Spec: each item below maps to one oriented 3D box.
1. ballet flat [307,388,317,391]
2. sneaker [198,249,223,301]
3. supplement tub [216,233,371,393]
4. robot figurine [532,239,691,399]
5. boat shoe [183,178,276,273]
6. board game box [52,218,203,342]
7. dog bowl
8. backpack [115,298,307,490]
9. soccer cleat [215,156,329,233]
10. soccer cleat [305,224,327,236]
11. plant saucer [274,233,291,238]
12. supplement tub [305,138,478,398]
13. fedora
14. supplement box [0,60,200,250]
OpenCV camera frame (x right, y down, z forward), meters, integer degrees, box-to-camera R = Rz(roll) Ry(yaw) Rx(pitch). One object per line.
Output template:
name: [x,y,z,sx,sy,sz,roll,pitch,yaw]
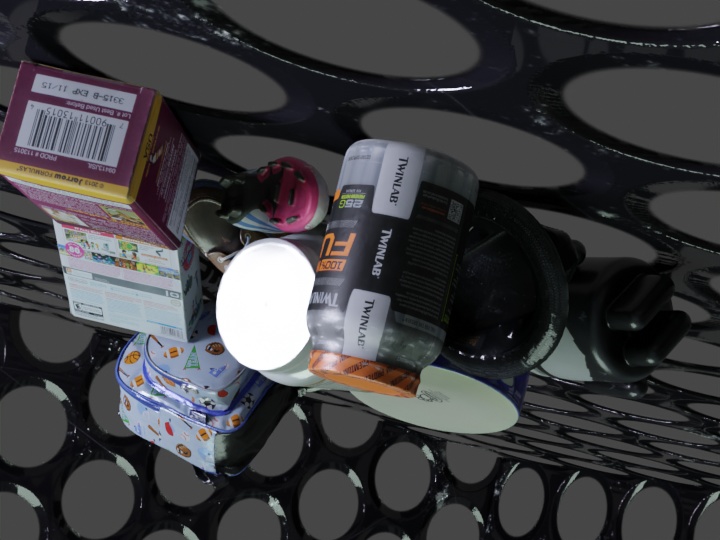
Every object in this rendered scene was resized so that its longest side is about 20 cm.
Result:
ballet flat: [-0.022,0.112,1.803,0.198,0.070,0.069,-18,158,19]
sneaker: [-0.188,-0.005,1.764,0.115,0.076,0.200,13,161,34]
supplement tub: [-0.032,0.042,1.450,0.143,0.146,0.199,7,177,35]
robot figurine: [0.228,0.050,1.481,0.124,0.152,0.199,5,177,-37]
boat shoe: [-0.121,-0.025,1.547,0.200,0.072,0.073,38,-168,-48]
board game box: [-0.251,-0.026,1.617,0.146,0.065,0.201,12,136,11]
dog bowl: [0.084,0.103,1.612,0.198,0.080,0.201,13,156,6]
backpack: [-0.186,0.127,1.713,0.189,0.156,0.200,12,-146,24]
soccer cleat: [-0.065,-0.070,1.430,0.086,0.071,0.199,7,179,-30]
soccer cleat: [0.000,0.000,1.660,0.086,0.070,0.200,29,173,44]
plant saucer: [-0.135,-0.045,1.733,0.198,0.033,0.200,14,170,3]
supplement tub: [0.024,0.000,1.273,0.121,0.202,0.123,13,169,2]
fedora: [0.132,0.002,1.387,0.199,0.203,0.091,4,-160,45]
supplement box: [-0.232,-0.100,1.355,0.129,0.104,0.200,12,169,7]
